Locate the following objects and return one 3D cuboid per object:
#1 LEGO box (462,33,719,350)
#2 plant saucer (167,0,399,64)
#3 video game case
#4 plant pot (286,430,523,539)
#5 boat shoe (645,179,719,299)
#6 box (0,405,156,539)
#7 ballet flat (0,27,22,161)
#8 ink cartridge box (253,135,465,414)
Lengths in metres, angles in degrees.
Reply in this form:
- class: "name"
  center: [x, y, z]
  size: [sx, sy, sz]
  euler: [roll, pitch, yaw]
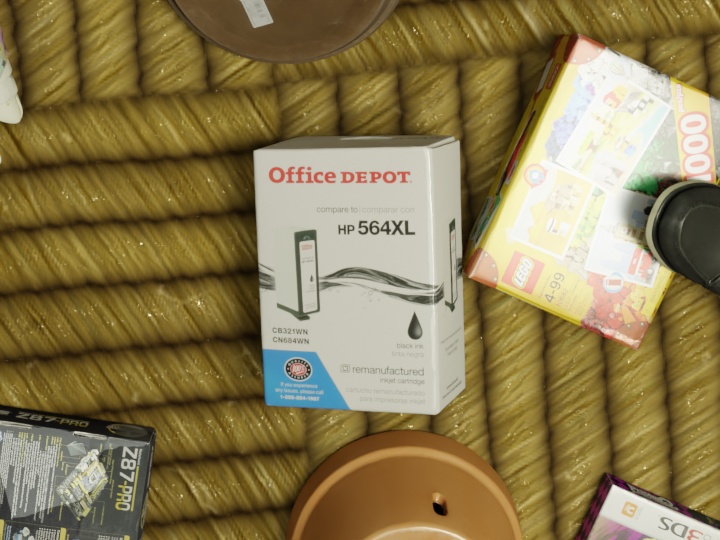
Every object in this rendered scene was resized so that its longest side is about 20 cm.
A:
- class: "LEGO box"
  center: [0.186, -0.063, 1.060]
  size: [0.148, 0.077, 0.201]
  euler: [23, 97, -6]
- class: "plant saucer"
  center: [-0.060, -0.232, 0.998]
  size: [0.199, 0.030, 0.201]
  euler: [1, 133, 1]
- class: "video game case"
  center: [0.248, 0.296, 1.139]
  size: [0.180, 0.036, 0.201]
  euler: [24, 98, -4]
- class: "plant pot"
  center: [0.038, 0.243, 1.072]
  size: [0.199, 0.140, 0.201]
  euler: [0, 100, -2]
- class: "boat shoe"
  center: [0.288, -0.011, 1.026]
  size: [0.201, 0.063, 0.074]
  euler: [26, 95, -42]
- class: "box"
  center: [-0.259, 0.217, 1.104]
  size: [0.160, 0.049, 0.201]
  euler: [8, 98, -1]
- class: "ballet flat"
  center: [-0.306, -0.110, 1.048]
  size: [0.071, 0.069, 0.201]
  euler: [23, 102, -23]
- class: "ink cartridge box"
  center: [0.000, 0.000, 1.040]
  size: [0.145, 0.084, 0.201]
  euler: [1, 100, 20]
